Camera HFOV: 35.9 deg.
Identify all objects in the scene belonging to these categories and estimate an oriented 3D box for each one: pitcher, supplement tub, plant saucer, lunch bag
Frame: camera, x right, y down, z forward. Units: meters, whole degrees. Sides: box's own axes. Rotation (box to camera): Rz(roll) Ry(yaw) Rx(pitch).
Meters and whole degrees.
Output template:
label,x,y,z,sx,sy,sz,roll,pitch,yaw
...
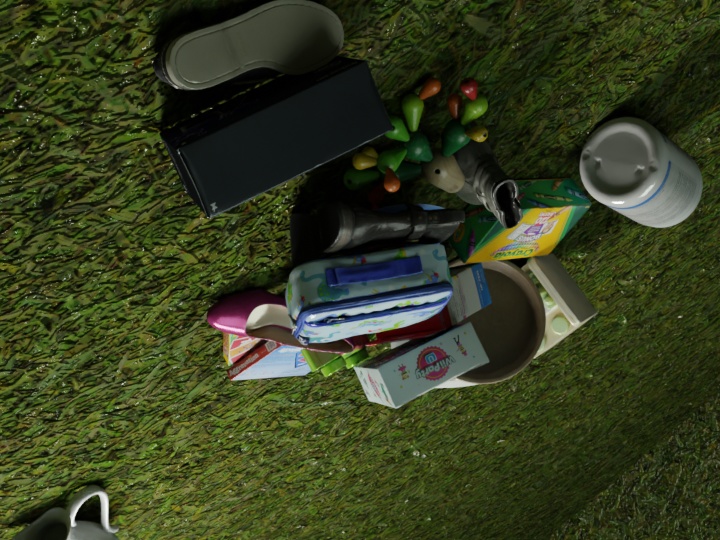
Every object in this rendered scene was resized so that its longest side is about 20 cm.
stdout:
label,x,y,z,sx,sy,sz,roll,pitch,yaw
pitcher,-0.441,0.437,1.782,0.172,0.121,0.200,-44,144,-8
supplement tub,0.420,-0.142,1.655,0.132,0.132,0.200,-41,152,20
plant saucer,0.186,0.076,1.720,0.199,0.201,0.029,-30,169,-2
lunch bag,0.008,0.028,1.361,0.198,0.083,0.161,-9,165,-13

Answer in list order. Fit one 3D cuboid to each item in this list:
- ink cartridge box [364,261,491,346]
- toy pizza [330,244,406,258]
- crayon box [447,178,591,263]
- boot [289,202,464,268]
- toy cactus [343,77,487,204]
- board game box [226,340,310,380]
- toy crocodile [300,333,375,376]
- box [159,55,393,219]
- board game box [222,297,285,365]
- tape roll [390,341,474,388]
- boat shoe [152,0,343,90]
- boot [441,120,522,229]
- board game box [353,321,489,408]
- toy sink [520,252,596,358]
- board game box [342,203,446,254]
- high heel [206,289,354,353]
label,x,y,z,sx,sy,sz,roll,pitch,yaw
ink cartridge box,0.092,0.048,1.598,0.116,0.068,0.200,-12,-174,33
toy pizza,0.000,0.000,1.484,0.199,0.032,0.200,-12,167,-3
crayon box,0.237,-0.076,1.657,0.199,0.058,0.119,-6,144,-41
boot,0.016,-0.043,1.360,0.173,0.070,0.200,-2,175,-27
toy cactus,0.082,-0.137,1.329,0.200,0.103,0.165,-40,143,13
board game box,-0.103,0.128,1.656,0.103,0.020,0.200,-34,162,23
toy crocodile,-0.026,0.107,1.625,0.062,0.068,0.200,-32,171,25
box,-0.087,-0.138,1.101,0.199,0.141,0.079,-27,112,-10
board game box,-0.102,0.070,1.589,0.199,0.030,0.096,-24,153,-21
tape roll,0.148,0.136,1.831,0.201,0.071,0.203,-2,160,-1
boat shoe,-0.108,-0.216,1.069,0.199,0.073,0.063,-21,-164,-33
boot,0.166,-0.102,1.453,0.067,0.131,0.200,-31,154,1
board game box,0.082,0.133,1.573,0.147,0.065,0.200,-25,-179,-11
toy sink,0.292,0.058,1.812,0.112,0.131,0.200,-39,171,17
board game box,0.030,-0.055,1.490,0.157,0.039,0.200,-9,155,-7
high heel,-0.104,0.079,1.488,0.199,0.096,0.068,10,112,-36
